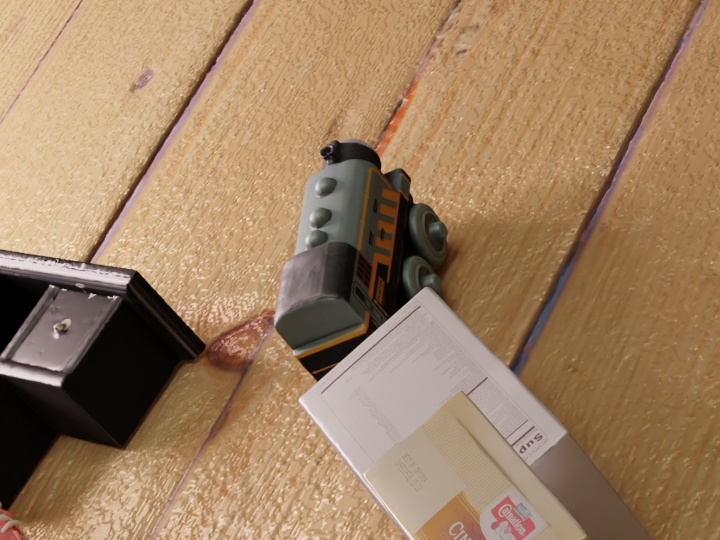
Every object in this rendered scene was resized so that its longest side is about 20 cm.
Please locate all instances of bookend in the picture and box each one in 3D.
[{"bbox_3d":[-0.252,0.095,1.817,0.198,0.092,0.201,9,58,48],"label":"bookend"}]

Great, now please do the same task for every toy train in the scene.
[{"bbox_3d":[0.000,0.000,1.661,0.085,0.114,0.201,-19,39,27],"label":"toy train"}]

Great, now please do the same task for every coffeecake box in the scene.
[{"bbox_3d":[0.106,0.179,1.279,0.073,0.200,0.154,-40,34,-1],"label":"coffeecake box"}]

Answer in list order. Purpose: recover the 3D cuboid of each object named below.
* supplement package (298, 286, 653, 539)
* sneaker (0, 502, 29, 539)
[{"bbox_3d":[0.066,0.119,1.466,0.114,0.110,0.200,-41,34,-1],"label":"supplement package"},{"bbox_3d":[-0.261,0.191,1.711,0.086,0.074,0.202,-14,69,13],"label":"sneaker"}]
